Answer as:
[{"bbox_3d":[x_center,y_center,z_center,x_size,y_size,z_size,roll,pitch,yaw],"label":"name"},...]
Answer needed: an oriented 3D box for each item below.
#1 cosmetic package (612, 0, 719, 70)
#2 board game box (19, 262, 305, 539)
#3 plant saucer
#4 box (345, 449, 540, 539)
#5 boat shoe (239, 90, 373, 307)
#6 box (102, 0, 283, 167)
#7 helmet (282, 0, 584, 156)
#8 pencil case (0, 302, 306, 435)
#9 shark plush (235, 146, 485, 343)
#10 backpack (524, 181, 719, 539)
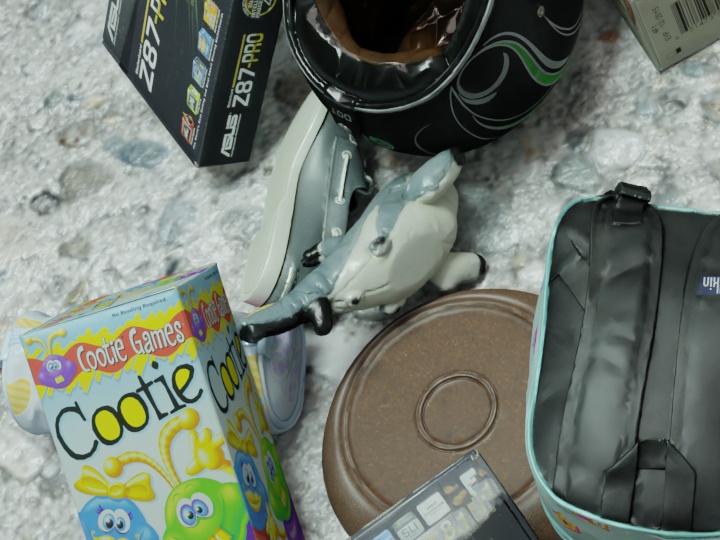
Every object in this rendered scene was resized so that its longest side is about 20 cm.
[{"bbox_3d":[0.188,-0.246,1.497,0.103,0.087,0.201,-31,54,4],"label":"cosmetic package"},{"bbox_3d":[-0.112,0.111,1.341,0.102,0.105,0.202,-17,95,12],"label":"board game box"},{"bbox_3d":[0.064,0.093,1.384,0.198,0.035,0.202,-10,59,16],"label":"plant saucer"},{"bbox_3d":[0.031,0.223,1.267,0.199,0.049,0.162,-35,87,0],"label":"box"},{"bbox_3d":[-0.026,-0.053,1.504,0.061,0.073,0.201,25,57,-13],"label":"boat shoe"},{"bbox_3d":[-0.110,-0.198,1.528,0.049,0.201,0.161,-9,43,-30],"label":"box"},{"bbox_3d":[0.053,-0.174,1.451,0.198,0.190,0.202,1,91,24],"label":"helmet"},{"bbox_3d":[-0.133,0.064,1.448,0.198,0.091,0.084,-3,75,23],"label":"pencil case"},{"bbox_3d":[0.000,0.000,1.419,0.083,0.091,0.200,14,50,41],"label":"shark plush"},{"bbox_3d":[0.179,0.074,1.267,0.174,0.154,0.201,7,60,9],"label":"backpack"}]
